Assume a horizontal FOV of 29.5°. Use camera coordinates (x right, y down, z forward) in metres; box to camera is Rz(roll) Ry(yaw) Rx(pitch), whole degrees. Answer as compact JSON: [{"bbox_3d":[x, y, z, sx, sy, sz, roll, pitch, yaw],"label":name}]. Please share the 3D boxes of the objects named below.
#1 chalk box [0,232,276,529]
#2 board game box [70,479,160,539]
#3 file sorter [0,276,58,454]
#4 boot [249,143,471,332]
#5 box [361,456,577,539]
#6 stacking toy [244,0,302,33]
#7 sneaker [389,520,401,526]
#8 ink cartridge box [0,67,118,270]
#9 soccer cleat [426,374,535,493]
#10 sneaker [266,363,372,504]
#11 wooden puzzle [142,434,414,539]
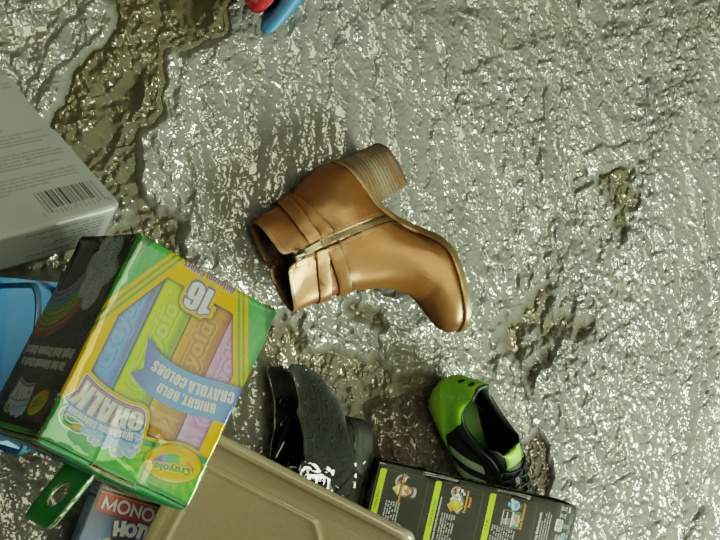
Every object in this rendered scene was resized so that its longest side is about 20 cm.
[{"bbox_3d":[-0.170,0.089,0.958,0.124,0.124,0.200,31,75,-27],"label":"chalk box"},{"bbox_3d":[-0.156,0.249,1.141,0.200,0.062,0.200,27,74,-28],"label":"board game box"},{"bbox_3d":[-0.267,0.074,1.042,0.200,0.123,0.139,6,87,-31],"label":"file sorter"},{"bbox_3d":[0.000,0.000,1.235,0.155,0.074,0.200,-34,94,-28],"label":"boot"},{"bbox_3d":[0.083,0.288,1.246,0.193,0.048,0.200,13,86,-5],"label":"box"},{"bbox_3d":[-0.124,-0.300,1.157,0.200,0.110,0.116,26,60,-17],"label":"stacking toy"},{"bbox_3d":[-0.073,0.268,1.115,0.146,0.077,0.202,30,82,-19],"label":"sneaker"},{"bbox_3d":[-0.308,-0.073,1.012,0.174,0.044,0.200,47,38,19],"label":"ink cartridge box"},{"bbox_3d":[0.129,0.189,1.301,0.068,0.081,0.200,-36,107,-26],"label":"soccer cleat"},{"bbox_3d":[-0.045,0.188,1.204,0.104,0.060,0.200,18,73,-42],"label":"sneaker"},{"bbox_3d":[-0.081,0.240,1.058,0.185,0.037,0.200,28,104,-4],"label":"wooden puzzle"}]
